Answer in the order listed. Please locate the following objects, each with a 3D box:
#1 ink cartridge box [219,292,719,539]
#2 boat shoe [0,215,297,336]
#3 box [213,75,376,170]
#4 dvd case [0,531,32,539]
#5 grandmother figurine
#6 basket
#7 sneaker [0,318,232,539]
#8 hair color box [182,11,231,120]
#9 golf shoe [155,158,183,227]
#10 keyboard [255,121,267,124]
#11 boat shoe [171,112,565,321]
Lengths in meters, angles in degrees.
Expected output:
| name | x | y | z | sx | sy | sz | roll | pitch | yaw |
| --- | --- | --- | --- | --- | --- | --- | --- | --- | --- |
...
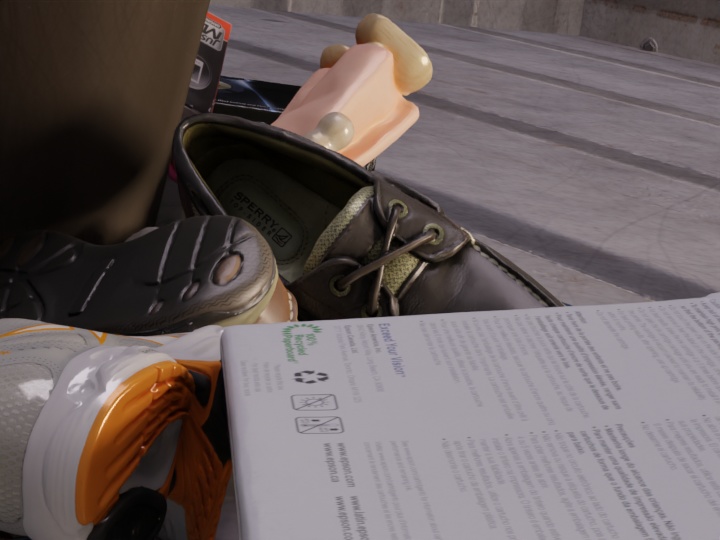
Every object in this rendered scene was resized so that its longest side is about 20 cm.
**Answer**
| name | x | y | z | sx | sy | sz | roll | pitch | yaw |
| --- | --- | --- | --- | --- | --- | --- | --- | --- | --- |
| ink cartridge box | 0.066 | 0.053 | 0.474 | 0.198 | 0.041 | 0.200 | -5 | 17 | -4 |
| boat shoe | -0.102 | 0.032 | 0.725 | 0.199 | 0.074 | 0.076 | -3 | 43 | 41 |
| box | -0.092 | -0.076 | 1.203 | 0.198 | 0.087 | 0.164 | 8 | 11 | 4 |
| dvd case | -0.170 | 0.080 | 0.572 | 0.142 | 0.018 | 0.199 | -3 | 17 | -40 |
| grandmother figurine | -0.041 | -0.037 | 0.835 | 0.060 | 0.121 | 0.200 | 41 | 55 | -3 |
| basket | -0.136 | -0.111 | 0.788 | 0.179 | 0.202 | 0.136 | 12 | 33 | 9 |
| sneaker | -0.089 | 0.043 | 0.577 | 0.091 | 0.076 | 0.200 | 14 | -4 | 9 |
| hair color box | -0.162 | -0.086 | 0.970 | 0.101 | 0.062 | 0.199 | 26 | -31 | -27 |
| golf shoe | -0.091 | -0.032 | 0.986 | 0.075 | 0.092 | 0.200 | -2 | 13 | -31 |
| keyboard | -0.061 | -0.043 | 1.012 | 0.199 | 0.128 | 0.021 | 19 | 54 | 45 |
| boat shoe | 0.000 | -0.001 | 0.704 | 0.200 | 0.072 | 0.066 | 30 | -16 | 32 |
